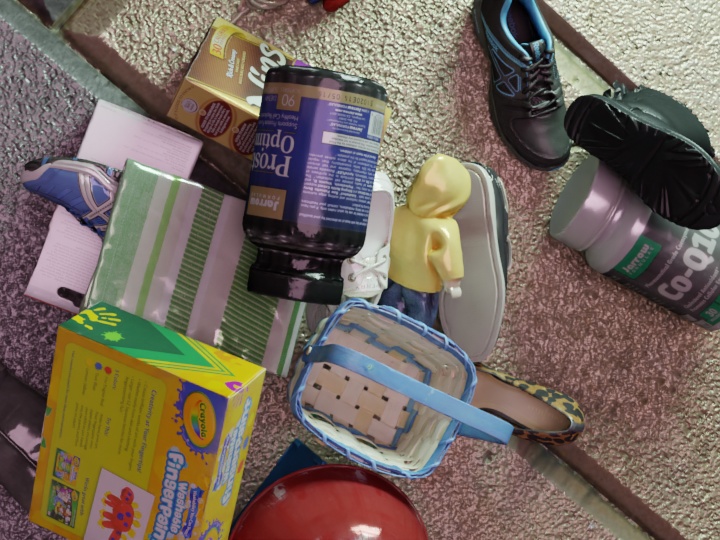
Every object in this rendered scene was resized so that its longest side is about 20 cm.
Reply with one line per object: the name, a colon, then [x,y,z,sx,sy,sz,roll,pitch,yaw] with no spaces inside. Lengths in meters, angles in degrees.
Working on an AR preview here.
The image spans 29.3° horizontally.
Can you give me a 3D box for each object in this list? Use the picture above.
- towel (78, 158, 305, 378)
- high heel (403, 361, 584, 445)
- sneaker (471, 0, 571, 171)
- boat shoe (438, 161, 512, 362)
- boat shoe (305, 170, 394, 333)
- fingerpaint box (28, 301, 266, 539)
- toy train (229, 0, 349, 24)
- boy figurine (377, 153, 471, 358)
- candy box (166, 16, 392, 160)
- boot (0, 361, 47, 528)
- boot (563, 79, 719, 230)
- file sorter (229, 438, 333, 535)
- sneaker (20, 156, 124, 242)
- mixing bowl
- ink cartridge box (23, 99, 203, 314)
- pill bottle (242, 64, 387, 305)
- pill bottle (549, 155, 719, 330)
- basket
towel: [-0.141,0.003,1.256,0.200,0.023,0.153,19,79,-20]
high heel: [0.117,0.125,1.354,0.200,0.143,0.072,13,88,-10]
sneaker: [0.166,-0.196,1.394,0.073,0.082,0.200,-22,95,-12]
boat shoe: [0.119,-0.009,1.396,0.074,0.060,0.201,-5,90,29]
boat shoe: [0.000,0.000,1.319,0.071,0.069,0.200,-5,129,-23]
fingerpaint box: [-0.185,0.151,1.187,0.167,0.073,0.200,20,114,16]
toy train: [-0.036,-0.299,1.339,0.200,0.116,0.085,-35,96,-9]
boy figurine: [0.056,-0.018,1.360,0.064,0.124,0.200,3,102,-46]
candy box: [-0.075,-0.152,1.331,0.200,0.056,0.117,26,41,-9]
boot: [-0.364,0.168,1.310,0.182,0.073,0.200,-41,104,-6]
boot: [0.304,-0.117,1.359,0.198,0.162,0.073,39,116,25]
file sorter: [-0.065,0.286,1.324,0.123,0.139,0.200,39,83,-11]
sneaker: [-0.221,-0.047,1.273,0.200,0.076,0.077,22,81,-11]
mixing bowl: [-0.017,0.279,1.213,0.200,0.108,0.201,-1,94,-15]
ink cartridge box: [-0.239,-0.052,1.335,0.109,0.050,0.200,22,87,-11]
pill bottle: [-0.044,-0.074,1.225,0.112,0.112,0.201,9,91,-10]
pill bottle: [0.300,-0.030,1.404,0.200,0.113,0.113,27,85,-9]
basket: [0.028,0.109,1.235,0.176,0.200,0.139,28,76,-14]
